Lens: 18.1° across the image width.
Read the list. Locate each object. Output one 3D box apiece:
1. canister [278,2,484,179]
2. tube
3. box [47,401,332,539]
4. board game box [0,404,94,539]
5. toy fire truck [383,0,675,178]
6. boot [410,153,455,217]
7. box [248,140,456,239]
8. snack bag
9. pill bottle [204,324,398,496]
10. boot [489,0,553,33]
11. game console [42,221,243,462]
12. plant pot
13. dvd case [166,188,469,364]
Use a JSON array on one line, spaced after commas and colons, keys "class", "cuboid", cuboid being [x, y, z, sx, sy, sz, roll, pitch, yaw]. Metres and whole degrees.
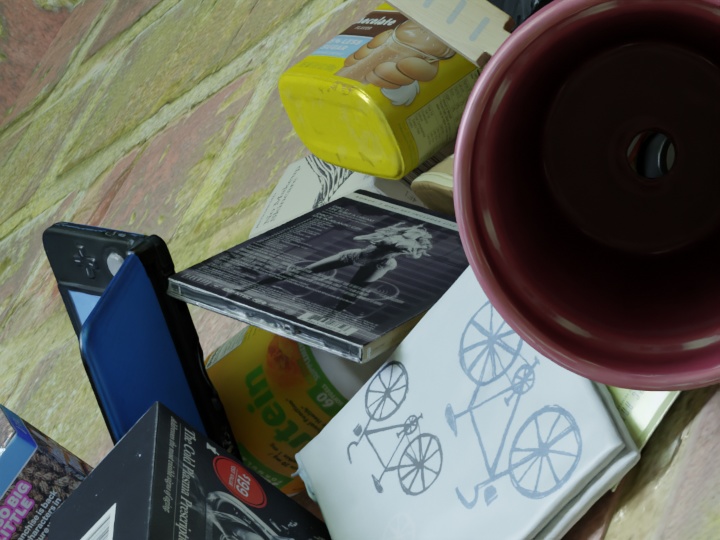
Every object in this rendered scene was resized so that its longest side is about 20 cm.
[{"class": "canister", "cuboid": [0.057, -0.152, 1.575, 0.200, 0.087, 0.148, -37, 27, -22]}, {"class": "tube", "cuboid": [0.127, 0.045, 1.236, 0.052, 0.058, 0.200, -12, 24, -9]}, {"class": "box", "cuboid": [-0.076, 0.200, 1.230, 0.104, 0.182, 0.200, -46, 20, 17]}, {"class": "board game box", "cuboid": [-0.203, 0.214, 1.495, 0.160, 0.200, 0.097, -53, 18, -3]}, {"class": "toy fire truck", "cuboid": [0.131, -0.147, 1.330, 0.177, 0.200, 0.128, -59, 19, -17]}, {"class": "boot", "cuboid": [0.120, -0.096, 1.473, 0.156, 0.073, 0.200, -56, 15, -15]}, {"class": "box", "cuboid": [-0.001, -0.054, 1.704, 0.200, 0.068, 0.082, -22, 35, 58]}, {"class": "snack bag", "cuboid": [0.052, 0.103, 1.235, 0.200, 0.021, 0.189, -48, 38, 19]}, {"class": "pill bottle", "cuboid": [-0.045, 0.083, 1.484, 0.200, 0.111, 0.111, -37, 24, 40]}, {"class": "boot", "cuboid": [0.171, -0.221, 1.462, 0.162, 0.074, 0.198, -14, -14, -32]}, {"class": "game console", "cuboid": [-0.150, 0.088, 1.396, 0.170, 0.201, 0.118, 9, 34, 46]}, {"class": "plant pot", "cuboid": [0.149, -0.054, 1.159, 0.200, 0.200, 0.179, -49, 3, 11]}, {"class": "dvd case", "cuboid": [0.000, 0.000, 1.393, 0.148, 0.016, 0.200, 18, 28, 32]}]
